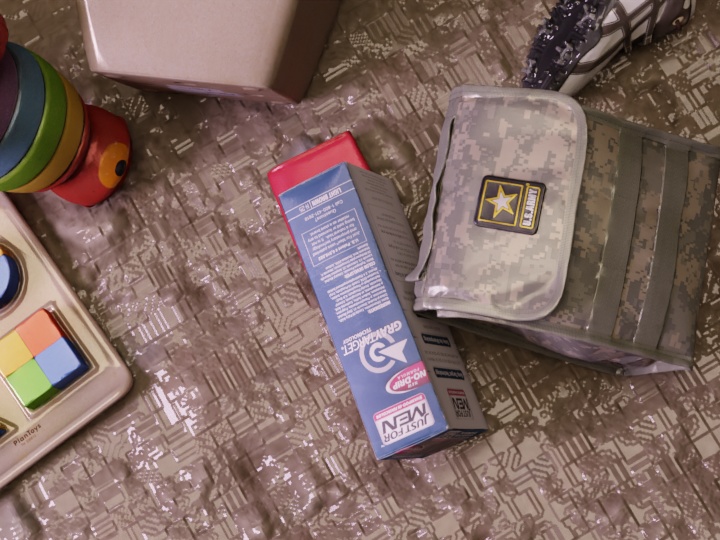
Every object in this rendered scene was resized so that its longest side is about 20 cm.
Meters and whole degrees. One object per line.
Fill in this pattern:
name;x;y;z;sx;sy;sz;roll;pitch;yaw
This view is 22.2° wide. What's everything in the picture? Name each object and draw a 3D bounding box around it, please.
wooden puzzle;-0.297;0.061;1.379;0.185;0.046;0.201;-37;76;-1
stacking bear;-0.243;-0.104;1.333;0.113;0.199;0.122;14;84;38
lunch bag;0.137;-0.028;1.276;0.198;0.117;0.166;15;79;-19
hair color box;0.017;0.031;1.298;0.060;0.100;0.201;-25;77;17
dish drying mat;0.000;0.000;1.371;0.076;0.018;0.201;-25;78;4
golf shoe;0.199;-0.188;1.354;0.094;0.078;0.201;27;109;-26
plant pot;-0.110;-0.220;1.348;0.198;0.200;0.179;6;90;8
